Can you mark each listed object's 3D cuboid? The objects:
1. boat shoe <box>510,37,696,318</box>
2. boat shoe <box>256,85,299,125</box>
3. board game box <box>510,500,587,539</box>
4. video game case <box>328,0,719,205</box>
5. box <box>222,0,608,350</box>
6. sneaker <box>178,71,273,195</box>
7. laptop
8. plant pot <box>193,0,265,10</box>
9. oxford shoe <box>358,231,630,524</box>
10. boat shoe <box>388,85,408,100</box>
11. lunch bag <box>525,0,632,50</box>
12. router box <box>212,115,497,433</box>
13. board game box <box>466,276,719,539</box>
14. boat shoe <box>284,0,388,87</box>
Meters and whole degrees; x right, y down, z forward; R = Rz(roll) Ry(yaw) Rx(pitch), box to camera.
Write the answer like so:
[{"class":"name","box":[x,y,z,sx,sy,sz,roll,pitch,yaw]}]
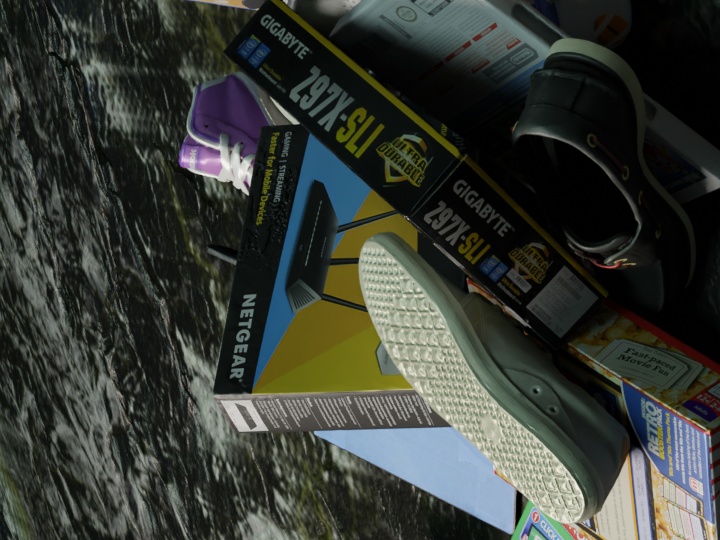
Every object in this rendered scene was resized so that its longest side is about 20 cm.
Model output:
[{"class":"boat shoe","box":[0.127,-0.034,1.151,0.073,0.063,0.202,14,151,29]},{"class":"boat shoe","box":[-0.014,-0.076,1.456,0.201,0.071,0.061,48,134,38]},{"class":"board game box","box":[0.151,0.232,1.334,0.200,0.029,0.135,50,128,43]},{"class":"video game case","box":[0.090,-0.094,1.184,0.200,0.018,0.143,36,157,-12]},{"class":"box","box":[0.028,-0.056,1.195,0.160,0.049,0.200,37,-175,-45]},{"class":"sneaker","box":[-0.066,-0.062,1.539,0.073,0.114,0.201,99,154,-46]},{"class":"laptop","box":[0.003,0.081,1.443,0.187,0.200,0.117,23,94,34]},{"class":"plant pot","box":[-0.103,-0.280,1.358,0.200,0.199,0.181,122,151,-56]},{"class":"oxford shoe","box":[0.073,0.053,1.196,0.200,0.058,0.075,46,147,20]},{"class":"boat shoe","box":[0.005,-0.202,1.390,0.073,0.066,0.201,24,126,59]},{"class":"lunch bag","box":[0.074,-0.176,1.253,0.200,0.075,0.161,-6,100,67]},{"class":"router box","box":[0.000,0.000,1.317,0.051,0.148,0.201,66,-154,-52]},{"class":"board game box","box":[0.146,0.094,1.228,0.200,0.046,0.152,34,144,44]},{"class":"boat shoe","box":[-0.019,-0.136,1.332,0.200,0.075,0.061,72,-175,-52]}]
